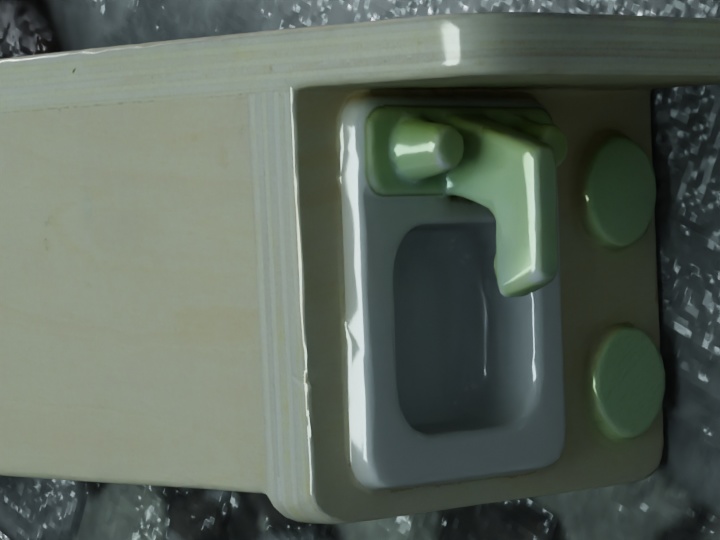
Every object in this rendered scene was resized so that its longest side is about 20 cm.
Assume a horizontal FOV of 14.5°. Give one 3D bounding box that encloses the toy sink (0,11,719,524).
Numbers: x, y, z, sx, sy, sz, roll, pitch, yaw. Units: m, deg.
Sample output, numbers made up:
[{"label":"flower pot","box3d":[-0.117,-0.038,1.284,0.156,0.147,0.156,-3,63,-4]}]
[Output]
[{"label":"toy sink","box3d":[0.000,0.000,0.699,0.199,0.130,0.113,-1,92,44]}]
